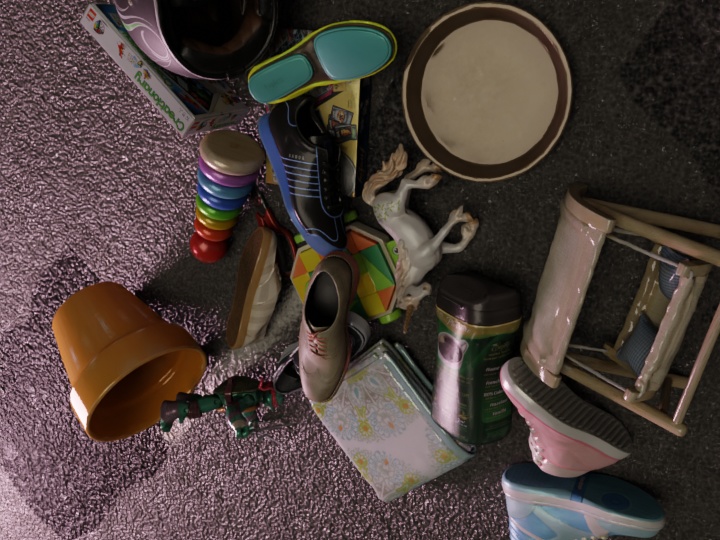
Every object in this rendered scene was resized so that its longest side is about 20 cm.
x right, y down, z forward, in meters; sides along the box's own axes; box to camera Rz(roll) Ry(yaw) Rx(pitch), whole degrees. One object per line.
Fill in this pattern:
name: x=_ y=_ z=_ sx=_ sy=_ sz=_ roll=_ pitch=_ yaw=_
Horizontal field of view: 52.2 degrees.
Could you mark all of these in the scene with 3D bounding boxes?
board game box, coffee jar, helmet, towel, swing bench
board game box: x=-0.055 y=-0.202 z=0.935 sx=0.135 sy=0.035 sz=0.201 roll=12 pitch=112 yaw=22
coffee jar: x=0.141 y=0.104 z=0.905 sx=0.104 sy=0.085 sz=0.201 roll=30 pitch=125 yaw=54
helmet: x=-0.201 y=-0.334 z=0.873 sx=0.191 sy=0.199 sz=0.201 roll=48 pitch=126 yaw=41
board game box: x=-0.250 y=-0.264 z=0.956 sx=0.200 sy=0.126 sz=0.035 roll=48 pitch=120 yaw=4
towel: x=0.040 y=0.209 z=1.023 sx=0.171 sy=0.048 sz=0.200 roll=-38 pitch=89 yaw=34
swing bench: x=0.285 y=0.034 z=0.796 sx=0.199 sy=0.130 sz=0.200 roll=19 pitch=115 yaw=19

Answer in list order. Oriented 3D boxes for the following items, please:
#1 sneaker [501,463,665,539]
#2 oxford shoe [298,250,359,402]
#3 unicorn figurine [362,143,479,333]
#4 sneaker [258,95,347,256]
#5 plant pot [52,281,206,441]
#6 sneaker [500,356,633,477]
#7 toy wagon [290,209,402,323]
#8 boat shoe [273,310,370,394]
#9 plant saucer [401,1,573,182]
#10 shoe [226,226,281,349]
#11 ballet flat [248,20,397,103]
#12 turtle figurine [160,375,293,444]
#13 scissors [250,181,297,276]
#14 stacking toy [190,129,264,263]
sneaker: x=0.278 y=0.327 z=0.929 sx=0.199 sy=0.079 sz=0.131 roll=7 pitch=108 yaw=34
oxford shoe: x=-0.051 y=0.077 z=0.903 sx=0.070 sy=0.075 sz=0.201 roll=11 pitch=107 yaw=16
unicorn figurine: x=0.071 y=-0.042 z=0.897 sx=0.137 sy=0.074 sz=0.200 roll=-37 pitch=69 yaw=16
sneaker: x=-0.054 y=-0.116 z=0.904 sx=0.078 sy=0.070 sz=0.201 roll=-21 pitch=97 yaw=35
plant pot: x=-0.368 y=0.123 z=1.118 sx=0.183 sy=0.200 sz=0.200 roll=46 pitch=121 yaw=22
sneaker: x=0.221 y=0.187 z=0.883 sx=0.200 sy=0.075 sz=0.105 roll=33 pitch=128 yaw=-19
toy wagon: x=0.000 y=0.000 z=0.974 sx=0.200 sy=0.040 sz=0.156 roll=-22 pitch=97 yaw=30
boat shoe: x=-0.060 y=0.118 z=0.996 sx=0.072 sy=0.068 sz=0.200 roll=40 pitch=138 yaw=-16
plant saucer: x=0.143 y=-0.202 z=0.843 sx=0.199 sy=0.029 sz=0.201 roll=9 pitch=111 yaw=23
shoe: x=-0.144 y=0.026 z=1.040 sx=0.070 sy=0.053 sz=0.200 roll=61 pitch=139 yaw=48
ballet flat: x=-0.043 y=-0.248 z=0.854 sx=0.199 sy=0.067 sz=0.067 roll=-12 pitch=117 yaw=29
turtle figurine: x=-0.186 y=0.206 z=1.093 sx=0.199 sy=0.150 sz=0.101 roll=-2 pitch=74 yaw=8
scissors: x=-0.132 y=-0.088 z=1.026 sx=0.073 sy=0.014 sz=0.201 roll=-2 pitch=105 yaw=29
stacking toy: x=-0.192 y=-0.090 z=1.012 sx=0.085 sy=0.085 sz=0.200 roll=32 pitch=131 yaw=13
